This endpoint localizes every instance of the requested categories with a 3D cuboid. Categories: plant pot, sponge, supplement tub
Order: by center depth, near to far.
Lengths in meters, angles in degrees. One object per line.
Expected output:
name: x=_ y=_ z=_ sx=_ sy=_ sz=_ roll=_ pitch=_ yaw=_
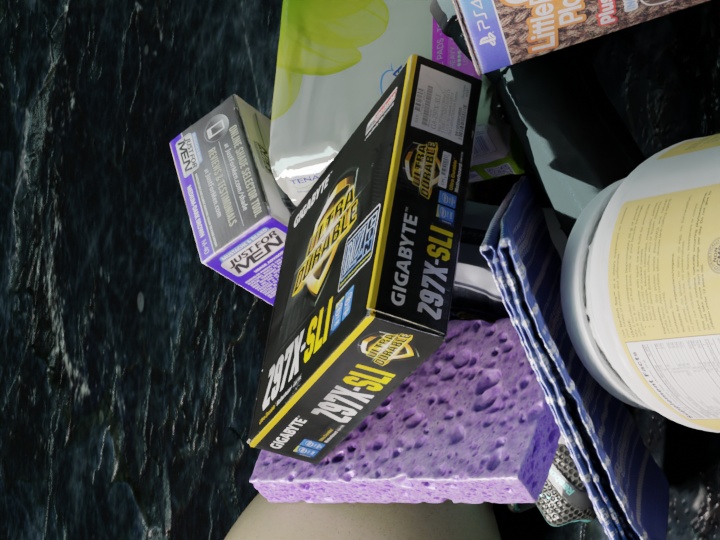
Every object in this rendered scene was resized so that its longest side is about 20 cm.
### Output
supplement tub: x=0.198 y=0.003 z=0.863 sx=0.200 sy=0.145 sz=0.146 roll=-10 pitch=77 yaw=62
sponge: x=0.031 y=0.082 z=1.085 sx=0.199 sy=0.030 sz=0.112 roll=-5 pitch=51 yaw=38
plant pot: x=0.011 y=0.177 z=1.165 sx=0.200 sy=0.200 sz=0.135 roll=32 pitch=105 yaw=60

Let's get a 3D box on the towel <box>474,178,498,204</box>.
towel: x=0.078 y=-0.127 z=1.249 sx=0.144 sy=0.023 sz=0.201 roll=60 pitch=138 yaw=46

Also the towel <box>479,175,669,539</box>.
towel: x=0.119 y=0.055 z=0.976 sx=0.201 sy=0.024 sz=0.145 roll=66 pitch=-164 yaw=-9

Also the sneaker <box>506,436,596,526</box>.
sneaker: x=0.089 y=0.102 z=1.146 sx=0.200 sy=0.077 sz=0.092 roll=-156 pitch=62 yaw=-67

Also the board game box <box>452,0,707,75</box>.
board game box: x=0.127 y=-0.218 z=0.958 sx=0.097 sy=0.199 sz=0.160 roll=63 pitch=-169 yaw=-58

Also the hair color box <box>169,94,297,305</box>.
hair color box: x=-0.035 y=-0.023 z=1.260 sx=0.065 sy=0.200 sz=0.110 roll=-33 pitch=51 yaw=18

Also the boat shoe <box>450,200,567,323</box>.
boat shoe: x=0.102 y=0.011 z=1.124 sx=0.200 sy=0.091 sz=0.071 roll=16 pitch=58 yaw=34

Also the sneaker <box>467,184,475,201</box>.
sneaker: x=0.007 y=-0.093 z=1.242 sx=0.078 sy=0.091 sz=0.200 roll=-61 pitch=36 yaw=38

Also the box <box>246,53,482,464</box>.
box: x=0.000 y=0.000 z=1.035 sx=0.200 sy=0.049 sz=0.160 roll=132 pitch=151 yaw=-58

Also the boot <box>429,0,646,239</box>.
boot: x=0.140 y=-0.077 z=1.047 sx=0.066 sy=0.165 sz=0.200 roll=-44 pitch=70 yaw=37

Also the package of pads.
package of pads: x=0.022 y=-0.139 z=1.162 sx=0.154 sy=0.068 sz=0.201 roll=-13 pitch=55 yaw=23
